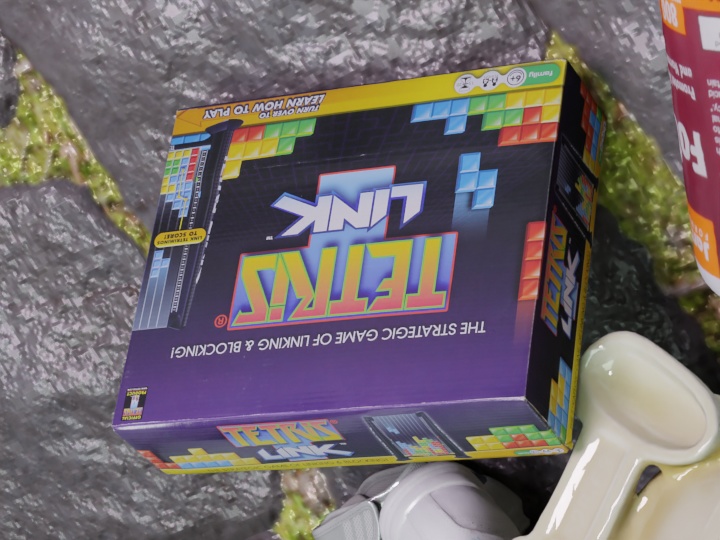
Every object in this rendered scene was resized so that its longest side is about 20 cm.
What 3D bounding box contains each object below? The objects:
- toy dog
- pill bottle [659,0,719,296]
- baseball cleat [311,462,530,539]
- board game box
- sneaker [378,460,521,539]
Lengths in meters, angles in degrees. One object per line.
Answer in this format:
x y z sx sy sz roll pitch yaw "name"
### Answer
0.183 0.127 0.985 0.193 0.200 0.140 14 82 43 "toy dog"
0.186 -0.051 0.923 0.113 0.114 0.201 -1 114 24 "pill bottle"
0.016 0.176 1.150 0.106 0.070 0.201 28 113 16 "baseball cleat"
0.000 0.000 1.003 0.199 0.166 0.057 -6 148 26 "board game box"
0.086 0.174 1.060 0.075 0.089 0.200 -46 124 1 "sneaker"
